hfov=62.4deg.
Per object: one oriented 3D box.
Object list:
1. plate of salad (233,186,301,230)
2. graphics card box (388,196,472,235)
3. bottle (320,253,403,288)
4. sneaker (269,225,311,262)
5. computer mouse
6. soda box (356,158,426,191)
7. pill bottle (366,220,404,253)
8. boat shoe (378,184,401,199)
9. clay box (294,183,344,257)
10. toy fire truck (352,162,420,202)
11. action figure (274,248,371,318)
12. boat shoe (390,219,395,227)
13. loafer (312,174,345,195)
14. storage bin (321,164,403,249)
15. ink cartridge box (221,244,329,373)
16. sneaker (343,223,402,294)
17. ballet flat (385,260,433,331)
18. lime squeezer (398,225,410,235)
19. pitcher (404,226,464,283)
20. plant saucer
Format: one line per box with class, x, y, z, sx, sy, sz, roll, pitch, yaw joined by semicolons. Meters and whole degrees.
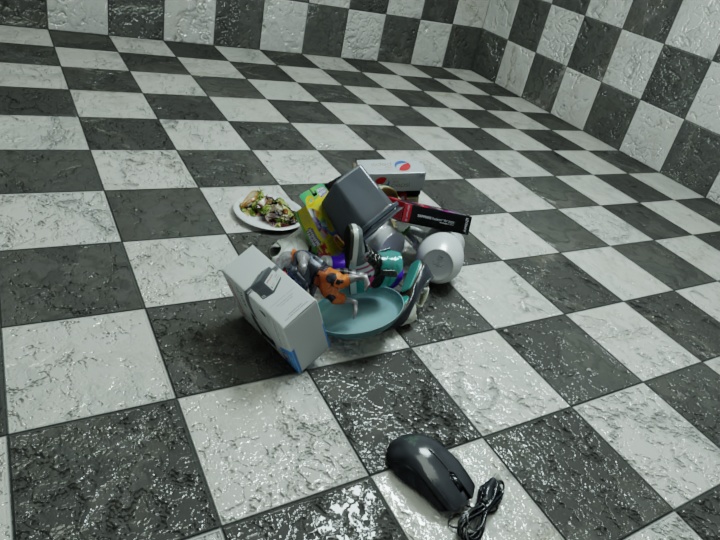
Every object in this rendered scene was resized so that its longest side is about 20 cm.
plate of salad;-0.239;-0.166;1.577;0.193;0.049;0.202;11;30;-6
graphics card box;0.167;-0.138;1.493;0.194;0.053;0.125;10;9;-22
bottle;0.000;0.000;1.352;0.194;0.084;0.067;6;60;-29
sneaker;-0.162;-0.063;1.415;0.096;0.077;0.202;13;31;-4
computer mouse;0.131;0.320;0.947;0.197;0.054;0.137;30;35;24
soda box;0.085;-0.271;1.692;0.193;0.065;0.069;-2;45;-9
pill bottle;0.016;-0.103;1.517;0.111;0.116;0.199;-15;41;-39
boat shoe;0.066;-0.187;1.580;0.064;0.074;0.199;38;4;24
clay box;-0.081;-0.096;1.412;0.204;0.047;0.115;61;35;-7
toy fire truck;0.074;-0.248;1.785;0.193;0.132;0.178;-3;33;-5
action figure;-0.083;0.021;1.178;0.189;0.201;0.107;25;68;0
boat shoe;0.030;-0.174;1.667;0.199;0.064;0.073;36;4;39
loafer;-0.082;-0.205;1.619;0.062;0.074;0.198;-24;5;-31
storage bin;-0.017;-0.133;1.327;0.144;0.200;0.136;-38;90;-18
ink cartridge box;-0.159;0.071;1.117;0.083;0.147;0.199;-38;54;-21
sneaker;0.029;-0.025;1.222;0.116;0.202;0.086;-8;56;-5
ballet flat;0.107;0.069;1.303;0.071;0.074;0.202;23;59;16
lime squeezer;0.084;-0.102;1.573;0.038;0.072;0.197;-42;29;-24
pitcher;0.181;-0.054;1.506;0.167;0.125;0.200;19;22;5
plant saucer;-0.004;0.088;1.235;0.193;0.028;0.202;-7;26;3
